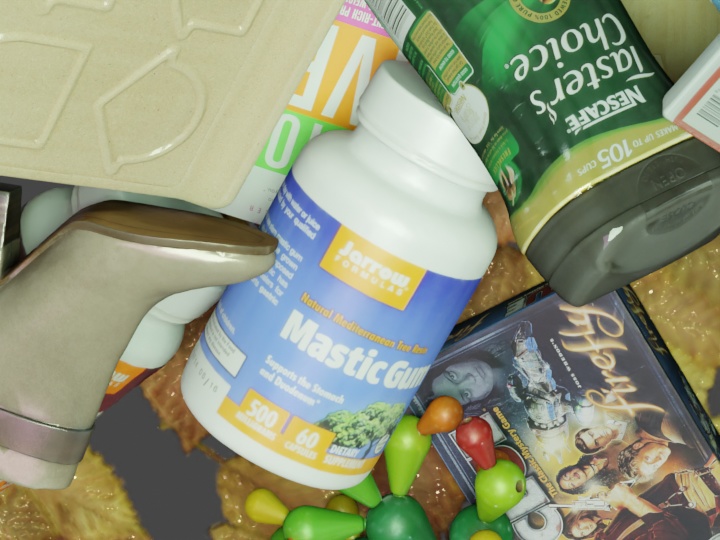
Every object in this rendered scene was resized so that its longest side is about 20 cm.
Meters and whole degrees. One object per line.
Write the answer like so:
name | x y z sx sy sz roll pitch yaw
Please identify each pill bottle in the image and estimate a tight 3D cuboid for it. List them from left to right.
pill bottle | -0.167 0.028 1.286 0.200 0.114 0.114 -38 100 22
pill bottle | 0.000 0.000 1.200 0.112 0.112 0.200 29 107 -1

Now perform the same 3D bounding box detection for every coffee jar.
coffee jar | 0.089 -0.086 1.108 0.200 0.104 0.085 58 157 13

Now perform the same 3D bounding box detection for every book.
book | 0.007 -0.110 1.240 0.133 0.048 0.200 18 113 -2

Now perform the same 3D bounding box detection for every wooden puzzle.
wooden puzzle | -0.118 -0.120 1.098 0.200 0.046 0.185 10 127 -30

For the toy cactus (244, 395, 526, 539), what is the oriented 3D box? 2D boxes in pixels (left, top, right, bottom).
toy cactus | 0.034 0.157 1.291 0.200 0.102 0.165 -30 110 36

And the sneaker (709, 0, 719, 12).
sneaker | 0.229 -0.170 1.109 0.072 0.200 0.073 4 115 58

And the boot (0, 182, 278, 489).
boot | -0.144 0.037 1.187 0.200 0.070 0.147 10 100 16

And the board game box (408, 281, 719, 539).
board game box | 0.125 0.105 1.300 0.135 0.035 0.200 -28 103 20

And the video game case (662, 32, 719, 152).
video game case | 0.253 -0.068 1.039 0.200 0.017 0.143 31 124 -14

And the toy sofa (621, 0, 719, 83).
toy sofa | 0.152 -0.174 1.173 0.083 0.098 0.200 -9 111 -12
